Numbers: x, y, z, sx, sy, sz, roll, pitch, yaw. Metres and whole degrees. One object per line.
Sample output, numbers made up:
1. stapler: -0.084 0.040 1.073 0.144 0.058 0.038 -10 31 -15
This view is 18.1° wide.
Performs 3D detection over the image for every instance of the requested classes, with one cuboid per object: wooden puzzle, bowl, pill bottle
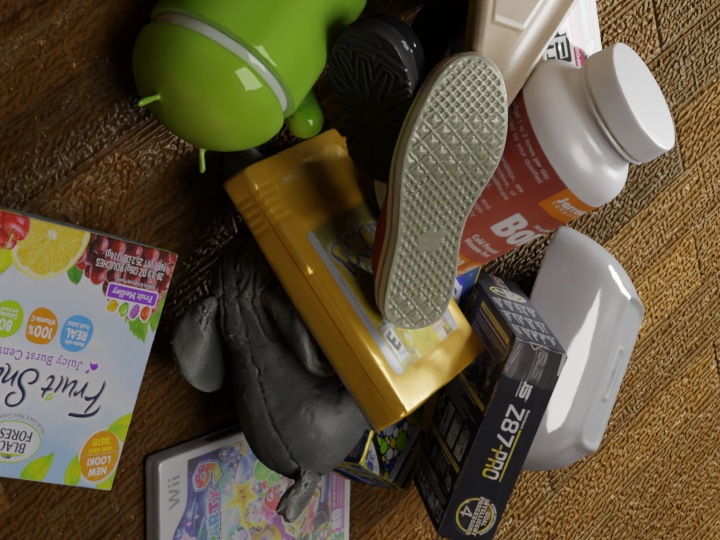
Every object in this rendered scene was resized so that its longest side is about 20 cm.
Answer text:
1. wooden puzzle: 0.112 -0.223 1.516 0.185 0.037 0.200 -57 158 -34
2. bowl: 0.172 0.075 1.841 0.200 0.075 0.200 36 74 -75
3. pill bottle: 0.118 -0.081 1.612 0.112 0.200 0.112 42 33 -36

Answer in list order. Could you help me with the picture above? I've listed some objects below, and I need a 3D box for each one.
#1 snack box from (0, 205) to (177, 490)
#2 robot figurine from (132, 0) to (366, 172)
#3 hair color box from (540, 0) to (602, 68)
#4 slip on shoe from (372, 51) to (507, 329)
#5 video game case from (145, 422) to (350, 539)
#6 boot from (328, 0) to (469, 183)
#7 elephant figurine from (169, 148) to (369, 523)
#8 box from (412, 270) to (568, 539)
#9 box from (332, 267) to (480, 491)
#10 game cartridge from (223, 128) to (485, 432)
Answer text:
1. snack box: -0.226 0.046 1.447 0.200 0.068 0.169 16 91 -49
2. robot figurine: -0.073 -0.165 1.508 0.200 0.116 0.175 -57 132 -17
3. hair color box: 0.104 -0.156 1.754 0.200 0.061 0.099 -36 128 -35
4. slip on shoe: 0.047 -0.058 1.517 0.074 0.061 0.200 4 119 -18
5. video game case: -0.081 0.181 1.696 0.200 0.018 0.143 -17 116 -44
6. boot: 0.059 -0.178 1.555 0.200 0.066 0.165 -52 164 -25
7. elephant figurine: -0.066 0.040 1.589 0.141 0.155 0.200 -36 127 -6
8. box: 0.088 0.100 1.714 0.049 0.200 0.161 17 102 -12
9. box: 0.025 0.061 1.720 0.070 0.064 0.200 35 70 -48
10. game cartridge: 0.000 0.000 1.585 0.200 0.032 0.176 59 26 -1
